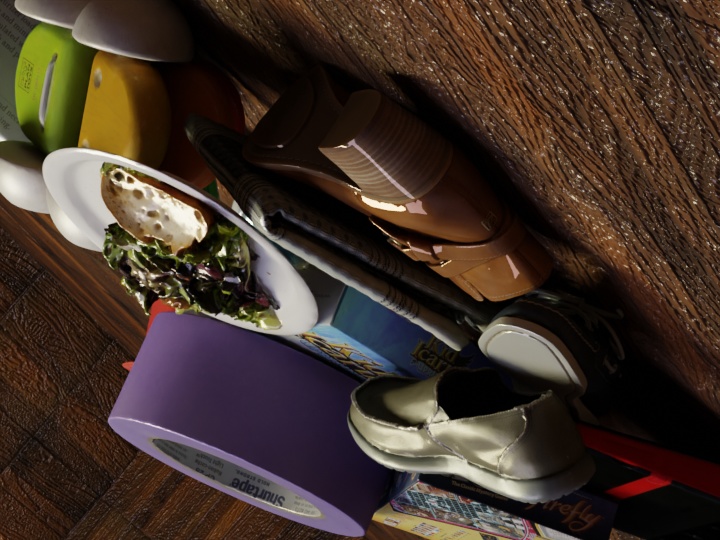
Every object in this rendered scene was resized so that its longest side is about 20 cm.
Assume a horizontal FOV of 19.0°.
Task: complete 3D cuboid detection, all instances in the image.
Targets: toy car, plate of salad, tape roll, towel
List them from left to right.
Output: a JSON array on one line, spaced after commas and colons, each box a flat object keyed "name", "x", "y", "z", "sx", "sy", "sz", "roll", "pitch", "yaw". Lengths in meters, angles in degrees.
[{"name": "toy car", "x": -0.161, "y": -0.114, "z": 1.504, "sx": 0.150, "sy": 0.176, "sz": 0.200, "roll": 1, "pitch": -162, "yaw": -38}, {"name": "plate of salad", "x": -0.118, "y": -0.009, "z": 1.356, "sx": 0.199, "sy": 0.048, "sz": 0.200, "roll": 25, "pitch": 159, "yaw": 10}, {"name": "tape roll", "x": -0.071, "y": 0.110, "z": 1.520, "sx": 0.199, "sy": 0.085, "sz": 0.200, "roll": 23, "pitch": 167, "yaw": 5}, {"name": "towel", "x": -0.013, "y": -0.023, "z": 1.378, "sx": 0.200, "sy": 0.035, "sz": 0.193, "roll": 27, "pitch": -171, "yaw": -28}]

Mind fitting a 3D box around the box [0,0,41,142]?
[{"name": "box", "x": -0.299, "y": -0.187, "z": 1.680, "sx": 0.199, "sy": 0.131, "sz": 0.200, "roll": 42, "pitch": 171, "yaw": -12}]

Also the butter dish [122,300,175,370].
[{"name": "butter dish", "x": -0.117, "y": 0.033, "z": 1.988, "sx": 0.199, "sy": 0.148, "sz": 0.199, "roll": -1, "pitch": 176, "yaw": -11}]

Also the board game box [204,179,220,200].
[{"name": "board game box", "x": -0.125, "y": -0.010, "z": 1.703, "sx": 0.200, "sy": 0.040, "sz": 0.153, "roll": 87, "pitch": 172, "yaw": -56}]

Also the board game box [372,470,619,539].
[{"name": "board game box", "x": 0.087, "y": 0.167, "z": 1.504, "sx": 0.135, "sy": 0.035, "sz": 0.200, "roll": 20, "pitch": 164, "yaw": -5}]

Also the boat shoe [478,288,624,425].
[{"name": "boat shoe", "x": 0.126, "y": 0.049, "z": 1.325, "sx": 0.075, "sy": 0.062, "sz": 0.200, "roll": 25, "pitch": 169, "yaw": 25}]

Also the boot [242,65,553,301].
[{"name": "boot", "x": 0.023, "y": -0.050, "z": 1.299, "sx": 0.155, "sy": 0.077, "sz": 0.200, "roll": 40, "pitch": 164, "yaw": -24}]

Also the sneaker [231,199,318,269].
[{"name": "sneaker", "x": 0.000, "y": 0.000, "z": 1.558, "sx": 0.130, "sy": 0.080, "sz": 0.200, "roll": 34, "pitch": 178, "yaw": 41}]

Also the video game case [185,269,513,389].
[{"name": "video game case", "x": 0.004, "y": 0.061, "z": 1.490, "sx": 0.200, "sy": 0.046, "sz": 0.181, "roll": 33, "pitch": 161, "yaw": -32}]

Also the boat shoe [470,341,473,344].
[{"name": "boat shoe", "x": 0.087, "y": 0.123, "z": 1.639, "sx": 0.068, "sy": 0.073, "sz": 0.199, "roll": 55, "pitch": -176, "yaw": -20}]

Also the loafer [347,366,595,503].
[{"name": "loafer", "x": 0.065, "y": 0.087, "z": 1.333, "sx": 0.200, "sy": 0.075, "sz": 0.070, "roll": 10, "pitch": 119, "yaw": 48}]

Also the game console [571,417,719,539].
[{"name": "game console", "x": 0.174, "y": 0.139, "z": 1.431, "sx": 0.176, "sy": 0.031, "sz": 0.200, "roll": 21, "pitch": 163, "yaw": -8}]
